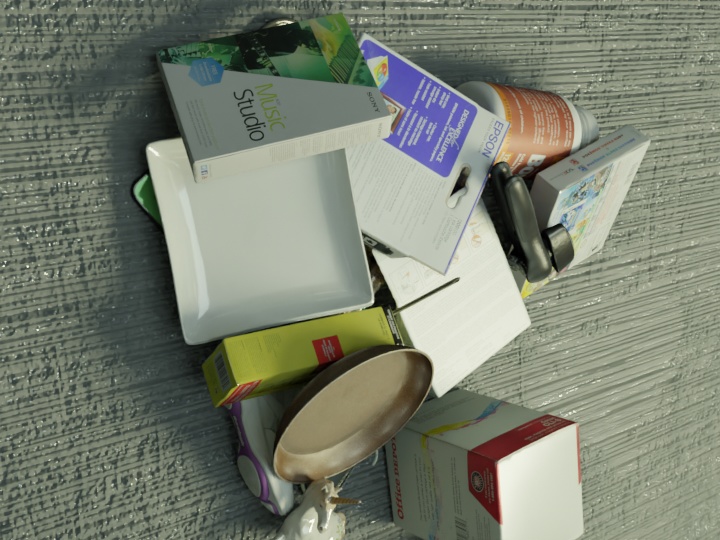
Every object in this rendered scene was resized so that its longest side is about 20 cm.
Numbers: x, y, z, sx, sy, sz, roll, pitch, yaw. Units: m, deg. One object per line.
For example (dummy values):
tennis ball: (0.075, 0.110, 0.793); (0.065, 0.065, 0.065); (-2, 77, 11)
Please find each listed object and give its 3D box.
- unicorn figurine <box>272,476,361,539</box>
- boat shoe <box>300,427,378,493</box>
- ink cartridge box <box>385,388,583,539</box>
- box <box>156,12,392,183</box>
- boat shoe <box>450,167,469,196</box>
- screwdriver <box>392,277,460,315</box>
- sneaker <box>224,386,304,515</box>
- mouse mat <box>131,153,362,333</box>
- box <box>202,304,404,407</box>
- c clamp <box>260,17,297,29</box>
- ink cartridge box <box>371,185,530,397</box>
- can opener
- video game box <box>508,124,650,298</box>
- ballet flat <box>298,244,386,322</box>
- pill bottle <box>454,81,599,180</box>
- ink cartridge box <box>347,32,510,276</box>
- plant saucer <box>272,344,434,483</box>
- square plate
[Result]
unicorn figurine: (-0.055, 0.294, 1.009); (0.073, 0.200, 0.139); (26, 82, 8)
boat shoe: (-0.007, 0.176, 1.063); (0.075, 0.062, 0.202); (35, 76, -36)
ink cartridge box: (0.145, 0.247, 1.101); (0.143, 0.199, 0.147); (-15, 106, -36)
box: (-0.085, -0.172, 0.889); (0.197, 0.036, 0.146); (-15, 62, -16)
boat shoe: (0.094, -0.079, 1.099); (0.074, 0.073, 0.202); (-33, 120, -25)
screwdriver: (0.041, 0.046, 1.010); (0.029, 0.199, 0.028); (-9, 73, -52)
sneaker: (-0.090, 0.169, 0.992); (0.099, 0.075, 0.203); (-21, 108, -31)
mouse mat: (-0.112, -0.057, 0.928); (0.161, 0.008, 0.201); (-40, 101, -6)
box: (-0.057, 0.086, 0.939); (0.198, 0.075, 0.051); (-9, 69, -34)
c clamp: (-0.071, -0.176, 0.991); (0.201, 0.027, 0.171); (-51, 122, -21)
ink cartridge box: (0.101, 0.021, 1.073); (0.159, 0.047, 0.202); (-34, 111, -22)
can opener: (0.188, -0.056, 1.060); (0.079, 0.063, 0.200); (-43, 135, -5)
video game box: (0.274, -0.073, 1.187); (0.181, 0.047, 0.201); (-30, 149, -32)
ballet flat: (0.000, 0.000, 1.045); (0.067, 0.068, 0.201); (49, 66, -23)
pill bottle: (0.202, -0.170, 1.141); (0.198, 0.112, 0.114); (-1, 97, -36)
ink cartridge box: (0.041, -0.122, 0.997); (0.198, 0.043, 0.200); (29, 75, -10)
plant saucer: (-0.011, 0.145, 0.955); (0.198, 0.032, 0.201); (-27, 147, -19)
square plate: (-0.098, -0.044, 0.914); (0.195, 0.028, 0.203); (-12, 96, -10)
